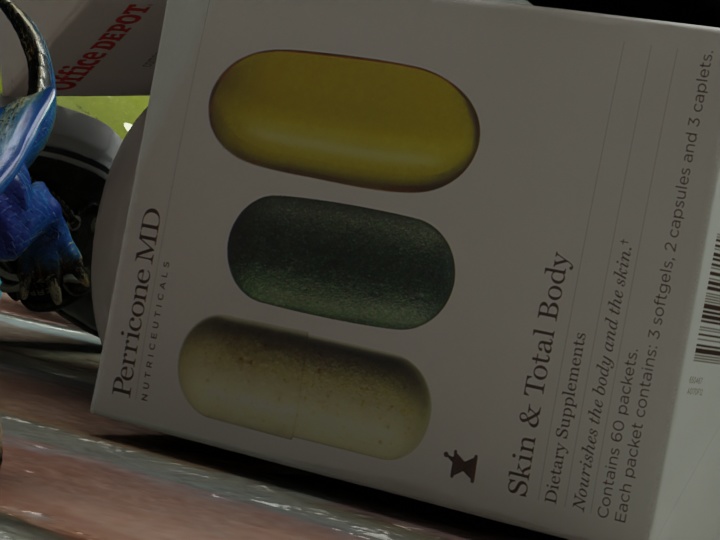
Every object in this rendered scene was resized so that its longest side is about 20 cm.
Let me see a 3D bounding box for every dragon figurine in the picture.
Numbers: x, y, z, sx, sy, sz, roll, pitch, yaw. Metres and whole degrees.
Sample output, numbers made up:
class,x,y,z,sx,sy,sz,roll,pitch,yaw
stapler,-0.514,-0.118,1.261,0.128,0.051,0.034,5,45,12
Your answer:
class,x,y,z,sx,sy,sz,roll,pitch,yaw
dragon figurine,-0.107,-0.017,0.535,0.058,0.201,0.100,13,-35,11

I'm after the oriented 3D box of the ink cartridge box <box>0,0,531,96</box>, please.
class,x,y,z,sx,sy,sz,roll,pitch,yaw
ink cartridge box,-0.031,-0.124,0.835,0.198,0.087,0.146,-4,-9,-23

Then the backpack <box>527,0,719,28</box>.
class,x,y,z,sx,sy,sz,roll,pitch,yaw
backpack,0.113,-0.129,0.700,0.198,0.155,0.163,-6,17,-29

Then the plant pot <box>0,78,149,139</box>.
class,x,y,z,sx,sy,sz,roll,pitch,yaw
plant pot,-0.193,-0.069,1.361,0.199,0.188,0.187,25,4,6

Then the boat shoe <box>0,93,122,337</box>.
class,x,y,z,sx,sy,sz,roll,pitch,yaw
boat shoe,-0.127,-0.017,0.931,0.071,0.072,0.200,-3,-19,23

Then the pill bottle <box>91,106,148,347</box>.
class,x,y,z,sx,sy,sz,roll,pitch,yaw
pill bottle,0.000,0.000,0.902,0.199,0.121,0.119,10,2,-32

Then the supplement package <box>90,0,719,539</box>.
class,x,y,z,sx,sy,sz,roll,pitch,yaw
supplement package,0.045,-0.003,0.708,0.199,0.153,0.150,11,1,31
